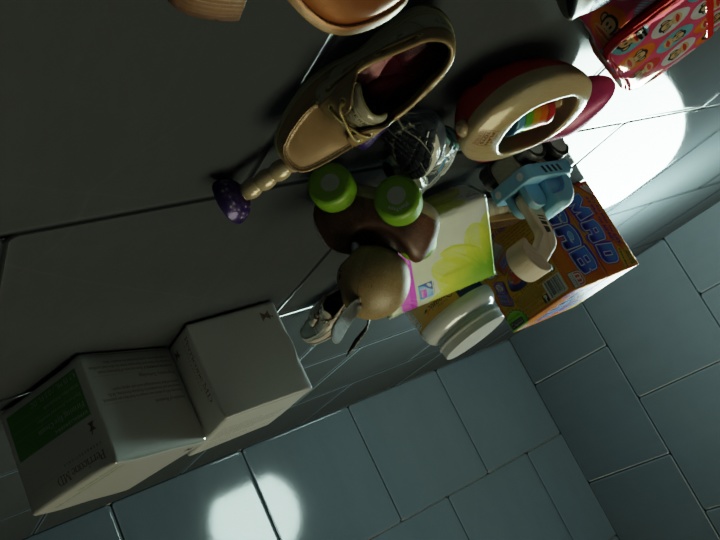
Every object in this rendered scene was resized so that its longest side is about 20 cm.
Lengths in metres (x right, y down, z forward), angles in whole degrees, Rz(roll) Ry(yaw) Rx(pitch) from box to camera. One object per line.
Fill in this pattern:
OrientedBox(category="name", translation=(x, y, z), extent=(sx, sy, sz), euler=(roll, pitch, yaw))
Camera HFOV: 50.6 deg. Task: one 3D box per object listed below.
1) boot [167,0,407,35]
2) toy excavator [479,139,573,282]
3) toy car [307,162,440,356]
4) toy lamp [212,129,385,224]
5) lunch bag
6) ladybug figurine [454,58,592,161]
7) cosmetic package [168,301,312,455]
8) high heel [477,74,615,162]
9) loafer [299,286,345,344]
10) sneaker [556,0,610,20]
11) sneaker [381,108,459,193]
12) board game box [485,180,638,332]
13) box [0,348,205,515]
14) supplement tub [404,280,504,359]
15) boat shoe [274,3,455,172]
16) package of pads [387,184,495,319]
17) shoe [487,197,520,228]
OrientedBox(category="boot", translation=(-0.015, -0.224, 0.463), extent=(0.200, 0.074, 0.155), euler=(-19, 159, -37))
OrientedBox(category="toy excavator", translation=(0.254, -0.092, 1.102), extent=(0.194, 0.200, 0.100), euler=(-14, 160, -41))
OrientedBox(category="toy car", translation=(0.000, 0.000, 0.916), extent=(0.158, 0.200, 0.164), euler=(13, 167, 17))
OrientedBox(category="toy lamp", translation=(-0.056, -0.119, 0.773), extent=(0.200, 0.058, 0.058), euler=(-28, 165, 14))
OrientedBox(category="lunch bag", translation=(0.337, -0.290, 0.833), extent=(0.176, 0.082, 0.200), euler=(-37, 164, 20))
OrientedBox(category="ladybug figurine", translation=(0.181, -0.192, 0.882), extent=(0.200, 0.072, 0.136), euler=(-20, 157, -35))
OrientedBox(category="cosmetic package", translation=(-0.218, 0.181, 1.277), extent=(0.166, 0.168, 0.200), euler=(-15, 160, -37))
OrientedBox(category="high heel", translation=(0.225, -0.196, 0.971), extent=(0.200, 0.067, 0.096), euler=(-19, 180, 22))
OrientedBox(category="loafer", translation=(-0.044, 0.060, 1.387), extent=(0.200, 0.072, 0.063), euler=(-39, 145, 18))
OrientedBox(category="sneaker", translation=(0.244, -0.291, 0.634), extent=(0.146, 0.077, 0.202), euler=(-17, 176, 7))
OrientedBox(category="sneaker", translation=(0.076, -0.150, 0.892), extent=(0.086, 0.078, 0.200), euler=(-37, 173, -9))
OrientedBox(category="board game box", translation=(0.379, -0.028, 1.527), extent=(0.200, 0.200, 0.200), euler=(-18, 162, -33))
OrientedBox(category="box", translation=(-0.393, 0.243, 1.172), extent=(0.199, 0.171, 0.200), euler=(-34, 164, 23))
OrientedBox(category="supplement tub", translation=(0.138, 0.038, 1.307), extent=(0.144, 0.200, 0.144), euler=(-33, 163, -12))
OrientedBox(category="boat shoe", translation=(0.001, -0.154, 0.680), extent=(0.200, 0.066, 0.074), euler=(-40, 121, 20))
OrientedBox(category="package of pads", translation=(0.106, -0.034, 1.171), extent=(0.200, 0.068, 0.155), euler=(-22, 123, -16))
OrientedBox(category="shoe", translation=(0.185, -0.093, 1.281), extent=(0.200, 0.053, 0.070), euler=(-10, 172, -34))
